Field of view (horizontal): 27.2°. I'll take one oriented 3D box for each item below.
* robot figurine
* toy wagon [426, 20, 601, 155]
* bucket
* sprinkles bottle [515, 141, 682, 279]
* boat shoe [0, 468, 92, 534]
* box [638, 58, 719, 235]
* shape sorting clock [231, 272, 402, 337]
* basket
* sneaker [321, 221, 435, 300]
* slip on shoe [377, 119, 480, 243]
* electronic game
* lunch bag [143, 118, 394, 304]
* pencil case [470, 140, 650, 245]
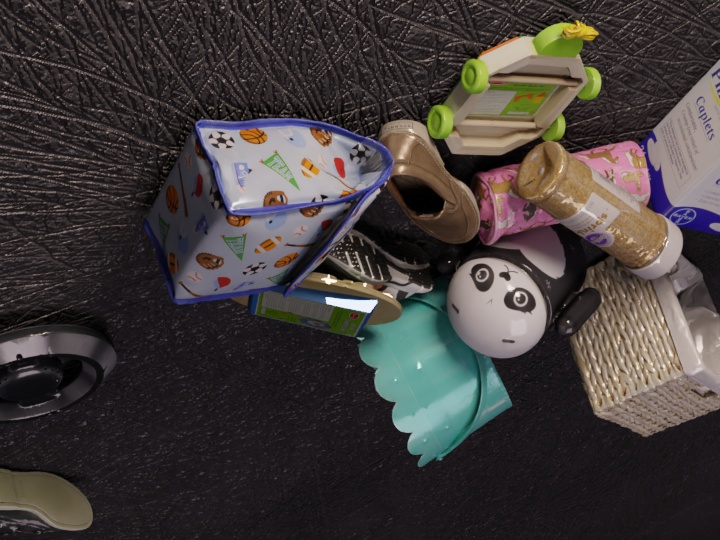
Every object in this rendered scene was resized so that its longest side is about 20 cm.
[{"bbox_3d":[0.177,0.010,1.662,0.149,0.126,0.200,-11,-157,41],"label":"robot figurine"},{"bbox_3d":[0.160,-0.181,1.449,0.154,0.040,0.200,-2,147,-33],"label":"toy wagon"},{"bbox_3d":[0.082,0.113,1.764,0.134,0.208,0.207,-28,153,1],"label":"bucket"},{"bbox_3d":[0.250,-0.061,1.553,0.199,0.069,0.068,30,128,-32],"label":"sprinkles bottle"},{"bbox_3d":[-0.430,0.301,1.892,0.066,0.075,0.199,-32,150,27],"label":"boat shoe"},{"bbox_3d":[0.435,-0.132,1.615,0.182,0.106,0.200,10,142,-26],"label":"box"},{"bbox_3d":[-0.052,0.029,1.617,0.198,0.040,0.200,12,165,3],"label":"shape sorting clock"},{"bbox_3d":[0.374,0.091,1.919,0.160,0.202,0.198,-29,151,22],"label":"basket"},{"bbox_3d":[0.000,0.000,1.635,0.080,0.074,0.199,-27,150,28],"label":"sneaker"},{"bbox_3d":[0.070,-0.073,1.517,0.075,0.061,0.200,-8,147,17],"label":"slip on shoe"},{"bbox_3d":[-0.364,0.113,1.626,0.198,0.042,0.200,-16,154,-8],"label":"electronic game"},{"bbox_3d":[-0.081,-0.056,1.423,0.198,0.125,0.170,-8,154,-34],"label":"lunch bag"},{"bbox_3d":[0.214,-0.085,1.616,0.198,0.083,0.087,-12,124,-15],"label":"pencil case"}]
